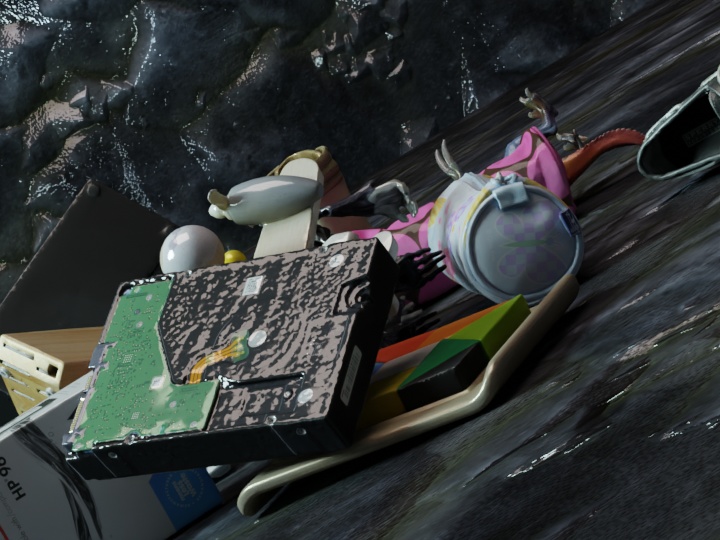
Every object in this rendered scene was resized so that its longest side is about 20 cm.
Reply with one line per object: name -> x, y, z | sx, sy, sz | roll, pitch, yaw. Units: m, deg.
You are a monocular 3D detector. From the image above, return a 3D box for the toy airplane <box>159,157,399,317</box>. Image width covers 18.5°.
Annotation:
toy airplane -> -0.072, 0.016, 1.504 | 0.199, 0.141, 0.200 | -51, 24, -1

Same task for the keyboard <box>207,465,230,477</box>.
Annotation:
keyboard -> -0.124, 0.145, 1.648 | 0.056, 0.011, 0.200 | -31, 5, -3

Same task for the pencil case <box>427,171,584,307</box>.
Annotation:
pencil case -> 0.098, -0.024, 1.558 | 0.083, 0.091, 0.200 | -30, 4, -3

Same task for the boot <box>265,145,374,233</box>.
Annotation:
boot -> -0.018, -0.036, 1.944 | 0.073, 0.156, 0.200 | -29, 5, 12

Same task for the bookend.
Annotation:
bookend -> -0.241, 0.063, 1.858 | 0.199, 0.092, 0.200 | -58, -9, -26

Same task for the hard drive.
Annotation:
hard drive -> -0.080, 0.056, 1.354 | 0.199, 0.038, 0.140 | -10, 46, 29

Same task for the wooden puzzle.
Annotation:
wooden puzzle -> 0.029, 0.070, 1.361 | 0.199, 0.037, 0.185 | -28, 6, 27

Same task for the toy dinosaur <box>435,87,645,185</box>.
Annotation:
toy dinosaur -> 0.119, -0.064, 1.872 | 0.199, 0.105, 0.182 | -1, 48, 54

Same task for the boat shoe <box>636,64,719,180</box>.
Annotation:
boat shoe -> 0.274, -0.121, 1.555 | 0.199, 0.074, 0.068 | -26, 2, 43

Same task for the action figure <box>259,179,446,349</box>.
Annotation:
action figure -> 0.000, 0.000, 1.632 | 0.101, 0.120, 0.200 | -14, 23, -23

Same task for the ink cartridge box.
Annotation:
ink cartridge box -> -0.206, 0.154, 1.441 | 0.199, 0.116, 0.068 | -32, 7, -16

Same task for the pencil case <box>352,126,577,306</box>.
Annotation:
pencil case -> 0.079, -0.038, 1.809 | 0.199, 0.091, 0.094 | -29, 44, 2

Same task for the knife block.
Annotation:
knife block -> -0.182, 0.074, 1.689 | 0.064, 0.201, 0.176 | 20, 56, 27
